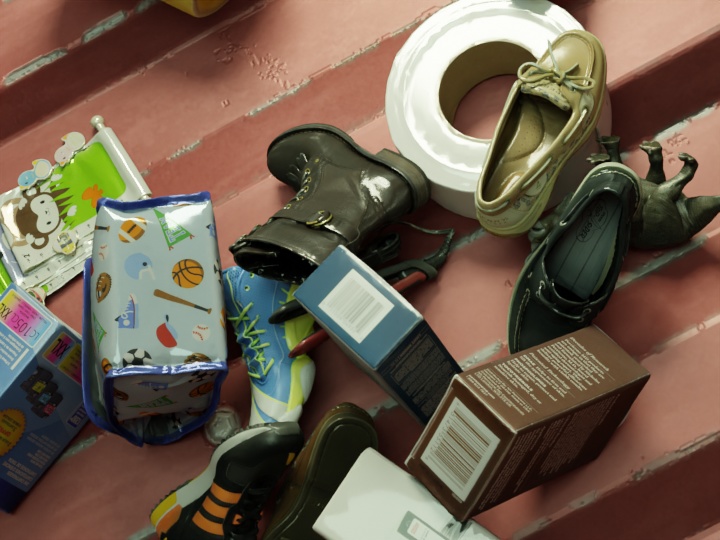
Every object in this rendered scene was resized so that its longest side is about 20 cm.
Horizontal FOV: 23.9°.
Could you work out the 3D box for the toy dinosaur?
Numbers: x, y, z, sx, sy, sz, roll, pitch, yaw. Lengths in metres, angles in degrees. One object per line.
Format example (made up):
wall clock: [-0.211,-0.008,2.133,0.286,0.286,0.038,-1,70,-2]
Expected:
toy dinosaur: [0.243,-0.057,1.479,0.199,0.103,0.077,1,25,4]

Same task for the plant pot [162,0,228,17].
plant pot: [-0.194,-0.353,1.654,0.189,0.201,0.201,37,83,10]

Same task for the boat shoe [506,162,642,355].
boat shoe: [0.178,0.006,1.431,0.074,0.066,0.200,30,107,-1]

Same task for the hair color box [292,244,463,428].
hair color box: [0.023,0.061,1.421,0.061,0.200,0.100,-46,65,-4]

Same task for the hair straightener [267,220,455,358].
hair straightener: [0.000,0.000,1.499,0.200,0.041,0.077,-30,81,-25]

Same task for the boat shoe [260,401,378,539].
boat shoe: [-0.039,0.209,1.458,0.072,0.068,0.200,27,97,-11]

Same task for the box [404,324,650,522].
box: [0.137,0.118,1.360,0.075,0.200,0.100,44,124,26]

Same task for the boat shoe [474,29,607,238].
boat shoe: [0.155,-0.125,1.453,0.073,0.063,0.201,17,75,22]

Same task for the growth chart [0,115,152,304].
growth chart: [-0.296,-0.049,1.654,0.200,0.018,0.145,-42,64,-4]

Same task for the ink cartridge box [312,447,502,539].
ink cartridge box: [0.077,0.242,1.367,0.200,0.146,0.084,33,84,25]

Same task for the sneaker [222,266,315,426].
sneaker: [-0.090,0.056,1.506,0.105,0.076,0.201,23,61,-18]

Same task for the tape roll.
tape roll: [0.126,-0.149,1.545,0.202,0.071,0.203,-5,68,13]

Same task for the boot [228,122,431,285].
boot: [-0.053,-0.055,1.499,0.200,0.069,0.174,15,40,39]

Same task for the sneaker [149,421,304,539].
sneaker: [-0.101,0.203,1.437,0.200,0.070,0.090,-43,59,38]

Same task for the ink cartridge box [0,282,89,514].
ink cartridge box: [-0.324,0.129,1.527,0.076,0.136,0.200,37,83,30]

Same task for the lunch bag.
lunch bag: [-0.182,0.048,1.486,0.123,0.200,0.171,-1,68,-8]
